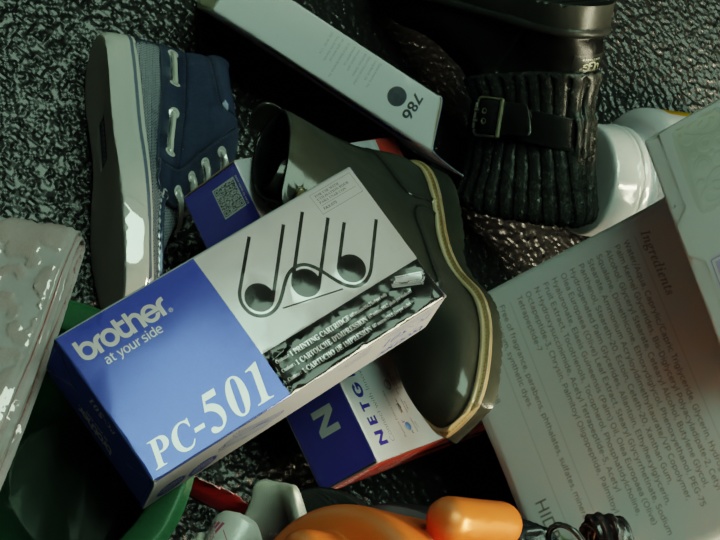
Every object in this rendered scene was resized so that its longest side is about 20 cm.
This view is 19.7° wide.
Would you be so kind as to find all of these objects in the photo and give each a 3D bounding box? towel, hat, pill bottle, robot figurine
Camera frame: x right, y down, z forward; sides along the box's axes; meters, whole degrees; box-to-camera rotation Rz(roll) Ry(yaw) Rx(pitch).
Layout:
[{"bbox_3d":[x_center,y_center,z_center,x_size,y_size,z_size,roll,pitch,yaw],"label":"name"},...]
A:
[{"bbox_3d":[-0.265,0.040,1.101,0.198,0.032,0.192,9,56,7],"label":"towel"},{"bbox_3d":[-0.158,0.128,1.189,0.200,0.176,0.166,38,78,14],"label":"hat"},{"bbox_3d":[0.238,-0.056,1.480,0.199,0.109,0.110,5,63,-30],"label":"pill bottle"},{"bbox_3d":[0.015,0.186,1.079,0.200,0.116,0.145,23,72,-57],"label":"robot figurine"}]

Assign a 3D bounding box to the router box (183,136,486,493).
[{"bbox_3d":[0.001,0.022,1.289,0.179,0.049,0.201,-14,75,-56],"label":"router box"}]

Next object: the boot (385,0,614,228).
[{"bbox_3d":[0.084,-0.123,1.431,0.079,0.210,0.159,-10,113,-38],"label":"boot"}]

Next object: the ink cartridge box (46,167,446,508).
[{"bbox_3d":[-0.059,0.033,1.115,0.199,0.044,0.094,-31,77,-26],"label":"ink cartridge box"}]

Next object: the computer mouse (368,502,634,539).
[{"bbox_3d":[0.071,0.191,1.218,0.053,0.199,0.140,-5,103,-60],"label":"computer mouse"}]

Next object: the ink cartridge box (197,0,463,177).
[{"bbox_3d":[-0.013,-0.134,1.373,0.199,0.099,0.039,34,91,-15],"label":"ink cartridge box"}]

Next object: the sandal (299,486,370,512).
[{"bbox_3d":[0.000,0.220,1.183,0.048,0.075,0.202,10,63,-74],"label":"sandal"}]

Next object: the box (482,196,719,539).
[{"bbox_3d":[0.191,0.085,1.288,0.199,0.171,0.201,11,55,-63],"label":"box"}]

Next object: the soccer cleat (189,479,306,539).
[{"bbox_3d":[-0.083,0.179,1.090,0.200,0.069,0.087,-45,137,-57],"label":"soccer cleat"}]

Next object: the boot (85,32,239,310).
[{"bbox_3d":[-0.116,-0.057,1.279,0.090,0.073,0.202,6,61,-23],"label":"boot"}]

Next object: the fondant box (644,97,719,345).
[{"bbox_3d":[0.251,0.005,1.210,0.200,0.058,0.145,30,38,-51],"label":"fondant box"}]

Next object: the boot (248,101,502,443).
[{"bbox_3d":[0.000,0.000,1.207,0.138,0.077,0.201,24,33,-35],"label":"boot"}]
